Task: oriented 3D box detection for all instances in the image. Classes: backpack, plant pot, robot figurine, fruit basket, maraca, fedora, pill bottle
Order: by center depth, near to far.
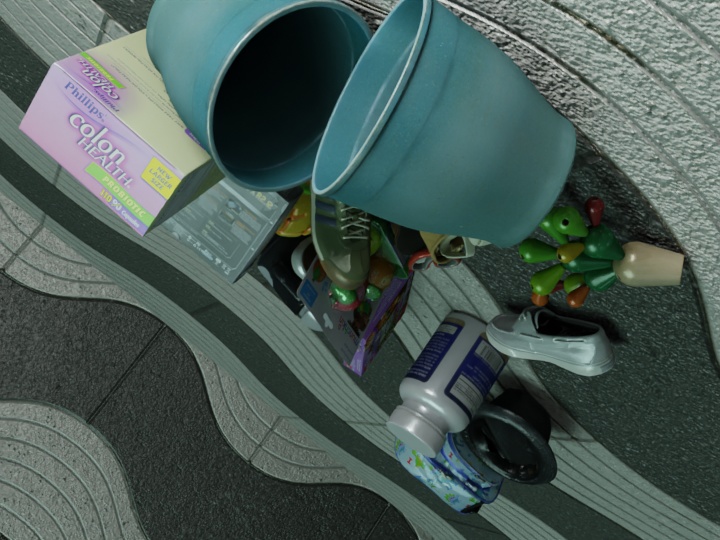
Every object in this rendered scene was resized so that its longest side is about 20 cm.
[{"bbox_3d":[0.084,-0.120,0.868,0.187,0.201,0.200,25,165,-16],"label":"plant pot"},{"bbox_3d":[-0.115,-0.214,0.974,0.188,0.200,0.200,42,168,36],"label":"plant pot"},{"bbox_3d":[0.000,0.000,1.267,0.093,0.201,0.186,6,148,28],"label":"fruit basket"},{"bbox_3d":[-0.089,-0.096,1.347,0.137,0.108,0.200,7,167,38],"label":"maraca"},{"bbox_3d":[0.129,0.175,1.450,0.119,0.200,0.120,32,161,13],"label":"pill bottle"},{"bbox_3d":[-0.078,-0.001,1.487,0.200,0.150,0.125,51,154,7],"label":"robot figurine"},{"bbox_3d":[0.257,0.264,1.586,0.200,0.092,0.201,25,146,19],"label":"fedora"},{"bbox_3d":[0.179,0.311,1.734,0.200,0.183,0.147,36,139,-4],"label":"backpack"}]

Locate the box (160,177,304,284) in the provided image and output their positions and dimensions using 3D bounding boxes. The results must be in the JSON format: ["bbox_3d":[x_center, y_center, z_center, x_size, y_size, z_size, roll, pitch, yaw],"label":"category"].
[{"bbox_3d":[-0.193,-0.104,1.216,0.200,0.048,0.159,39,123,0],"label":"box"}]

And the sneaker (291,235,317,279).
[{"bbox_3d":[-0.058,-0.015,1.351,0.084,0.073,0.200,-10,-177,26],"label":"sneaker"}]

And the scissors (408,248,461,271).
[{"bbox_3d":[0.112,-0.032,1.217,0.073,0.014,0.200,-1,164,-10],"label":"scissors"}]

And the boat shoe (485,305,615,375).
[{"bbox_3d":[0.240,0.080,1.247,0.200,0.072,0.069,22,136,53],"label":"boat shoe"}]

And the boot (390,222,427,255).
[{"bbox_3d":[0.059,-0.085,1.199,0.076,0.073,0.200,60,178,27],"label":"boot"}]

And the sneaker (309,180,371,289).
[{"bbox_3d":[-0.019,-0.085,1.163,0.067,0.201,0.090,-2,159,-25],"label":"sneaker"}]

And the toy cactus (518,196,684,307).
[{"bbox_3d":[0.248,-0.018,0.989,0.164,0.103,0.200,9,150,18],"label":"toy cactus"}]

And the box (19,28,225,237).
[{"bbox_3d":[-0.235,-0.160,1.059,0.176,0.200,0.097,41,120,-2],"label":"box"}]

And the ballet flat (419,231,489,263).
[{"bbox_3d":[0.131,-0.051,1.096,0.200,0.068,0.063,149,110,-68],"label":"ballet flat"}]

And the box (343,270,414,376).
[{"bbox_3d":[0.027,0.076,1.493,0.039,0.137,0.200,33,162,10],"label":"box"}]
